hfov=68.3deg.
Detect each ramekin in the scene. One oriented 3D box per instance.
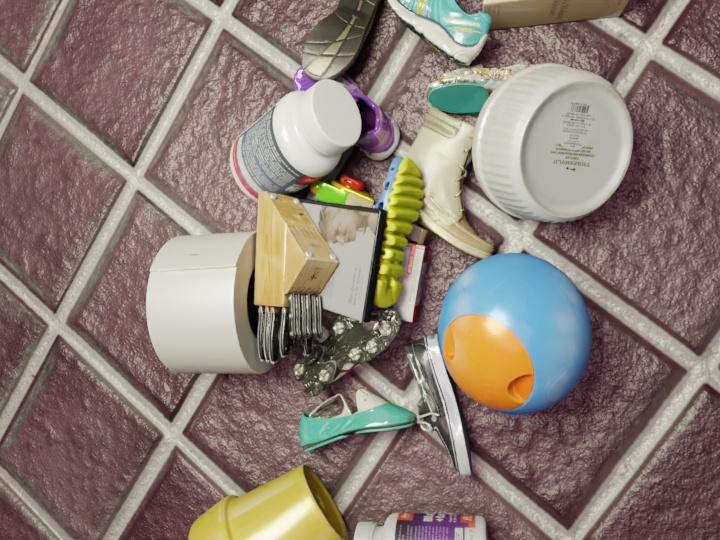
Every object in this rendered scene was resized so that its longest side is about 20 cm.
[{"bbox_3d":[0.252,-0.160,0.689,0.191,0.105,0.209,-3,107,-9],"label":"ramekin"}]

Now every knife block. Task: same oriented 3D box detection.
[{"bbox_3d":[-0.114,0.018,0.753,0.177,0.063,0.202,-53,55,26],"label":"knife block"}]

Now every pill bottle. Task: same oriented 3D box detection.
[{"bbox_3d":[-0.093,-0.182,0.763,0.197,0.117,0.124,-19,86,46],"label":"pill bottle"},{"bbox_3d":[0.090,0.418,0.777,0.192,0.111,0.117,-4,90,13],"label":"pill bottle"}]

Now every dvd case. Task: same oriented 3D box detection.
[{"bbox_3d":[-0.048,-0.022,0.750,0.196,0.017,0.149,13,96,44],"label":"dvd case"}]

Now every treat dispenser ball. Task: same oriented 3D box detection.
[{"bbox_3d":[0.199,0.081,0.698,0.192,0.200,0.210,0,91,13],"label":"treat dispenser ball"}]

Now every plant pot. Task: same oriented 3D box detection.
[{"bbox_3d":[-0.126,0.406,0.797,0.186,0.201,0.204,-36,83,-5],"label":"plant pot"}]

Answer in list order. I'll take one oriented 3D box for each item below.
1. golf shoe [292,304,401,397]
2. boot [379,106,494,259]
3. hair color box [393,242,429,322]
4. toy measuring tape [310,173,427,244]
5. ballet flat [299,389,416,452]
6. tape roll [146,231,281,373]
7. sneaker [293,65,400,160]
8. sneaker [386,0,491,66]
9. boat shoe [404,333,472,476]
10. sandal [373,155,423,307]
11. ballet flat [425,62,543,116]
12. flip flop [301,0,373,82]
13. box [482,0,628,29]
[{"bbox_3d":[-0.016,0.109,0.796,0.198,0.087,0.079,-36,77,21],"label":"golf shoe"},{"bbox_3d":[0.142,-0.126,0.774,0.198,0.072,0.157,37,99,12],"label":"boot"},{"bbox_3d":[0.000,0.000,0.815,0.192,0.064,0.116,11,94,14],"label":"hair color box"},{"bbox_3d":[0.013,-0.094,0.809,0.194,0.073,0.076,24,96,7],"label":"toy measuring tape"},{"bbox_3d":[-0.012,0.223,0.820,0.193,0.067,0.073,-18,77,15],"label":"ballet flat"},{"bbox_3d":[-0.205,0.049,0.796,0.133,0.202,0.212,-2,91,14],"label":"tape roll"},{"bbox_3d":[-0.027,-0.252,0.804,0.198,0.088,0.082,39,100,11],"label":"sneaker"},{"bbox_3d":[0.105,-0.374,0.763,0.200,0.077,0.081,45,111,20],"label":"sneaker"},{"bbox_3d":[0.112,0.202,0.786,0.066,0.073,0.207,-17,86,12],"label":"boat shoe"},{"bbox_3d":[0.028,-0.059,0.738,0.085,0.078,0.208,17,90,37],"label":"sandal"},{"bbox_3d":[0.192,-0.266,0.770,0.191,0.076,0.066,5,61,9],"label":"ballet flat"},{"bbox_3d":[-0.023,-0.366,0.809,0.079,0.058,0.206,23,74,4],"label":"flip flop"},{"bbox_3d":[0.265,-0.396,0.728,0.192,0.095,0.081,0,92,15],"label":"box"}]
